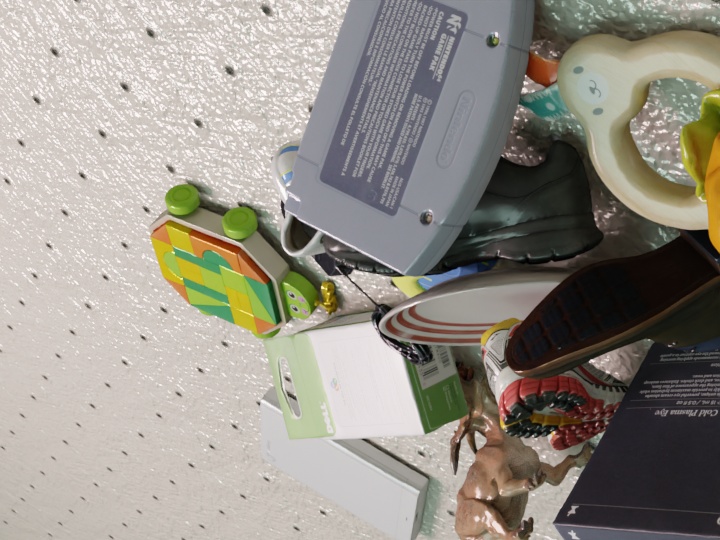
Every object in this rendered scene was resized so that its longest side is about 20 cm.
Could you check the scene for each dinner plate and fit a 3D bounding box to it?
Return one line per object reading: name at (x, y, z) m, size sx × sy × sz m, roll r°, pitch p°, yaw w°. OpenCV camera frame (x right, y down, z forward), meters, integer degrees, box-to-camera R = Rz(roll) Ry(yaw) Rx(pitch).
dinner plate at (0.111, 0.025, 0.983) m, size 0.197 × 0.025 × 0.200 m, roll -3°, pitch 166°, yaw -1°

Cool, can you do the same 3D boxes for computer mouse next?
computer mouse at (0.000, 0.000, 1.107) m, size 0.200 × 0.034 × 0.059 m, roll 50°, pitch 156°, yaw 21°

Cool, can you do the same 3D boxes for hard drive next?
hard drive at (-0.021, 0.215, 1.448) m, size 0.198 × 0.026 × 0.133 m, roll 28°, pitch 146°, yaw 17°

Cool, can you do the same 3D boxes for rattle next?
rattle at (0.148, -0.079, 0.802) m, size 0.198 × 0.143 × 0.131 m, roll 29°, pitch 146°, yaw 14°

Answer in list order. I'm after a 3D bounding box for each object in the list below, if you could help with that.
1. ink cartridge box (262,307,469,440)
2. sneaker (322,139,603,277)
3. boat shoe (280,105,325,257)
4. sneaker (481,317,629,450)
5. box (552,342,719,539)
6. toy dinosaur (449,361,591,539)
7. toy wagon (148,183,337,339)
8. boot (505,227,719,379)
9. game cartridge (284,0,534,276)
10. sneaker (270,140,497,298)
ink cartridge box at (0.001, 0.095, 1.210) m, size 0.199 × 0.059 × 0.105 m, roll -12°, pitch 96°, yaw 50°
sneaker at (0.069, -0.044, 0.941) m, size 0.197 × 0.076 × 0.092 m, roll -7°, pitch 89°, yaw 9°
boat shoe at (-0.007, -0.093, 0.949) m, size 0.070 × 0.069 × 0.202 m, roll 29°, pitch 119°, yaw 18°
sneaker at (0.155, 0.082, 1.018) m, size 0.077 × 0.083 × 0.199 m, roll -31°, pitch 153°, yaw 18°
box at (0.267, 0.145, 0.918) m, size 0.199 × 0.183 × 0.105 m, roll -7°, pitch 127°, yaw 50°
toy dinosaur at (0.114, 0.194, 1.172) m, size 0.134 × 0.203 × 0.085 m, roll 9°, pitch 167°, yaw 41°
toy wagon at (-0.113, 0.003, 1.265) m, size 0.198 × 0.040 × 0.156 m, roll 22°, pitch 144°, yaw 26°
boot at (0.197, 0.035, 0.877) m, size 0.097 × 0.198 × 0.075 m, roll 53°, pitch -170°, yaw -37°
game cartridge at (0.034, -0.107, 0.866) m, size 0.132 × 0.041 × 0.202 m, roll 29°, pitch 105°, yaw 32°
sneaker at (0.027, -0.051, 1.030) m, size 0.199 × 0.076 × 0.105 m, roll 35°, pitch 145°, yaw -6°
